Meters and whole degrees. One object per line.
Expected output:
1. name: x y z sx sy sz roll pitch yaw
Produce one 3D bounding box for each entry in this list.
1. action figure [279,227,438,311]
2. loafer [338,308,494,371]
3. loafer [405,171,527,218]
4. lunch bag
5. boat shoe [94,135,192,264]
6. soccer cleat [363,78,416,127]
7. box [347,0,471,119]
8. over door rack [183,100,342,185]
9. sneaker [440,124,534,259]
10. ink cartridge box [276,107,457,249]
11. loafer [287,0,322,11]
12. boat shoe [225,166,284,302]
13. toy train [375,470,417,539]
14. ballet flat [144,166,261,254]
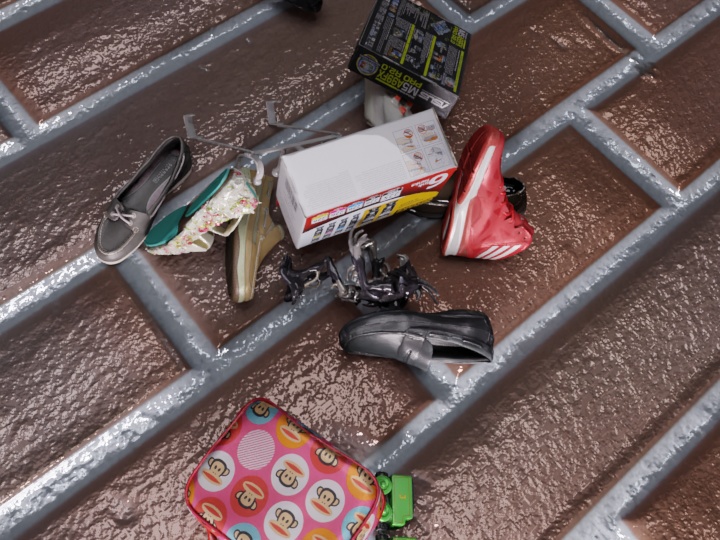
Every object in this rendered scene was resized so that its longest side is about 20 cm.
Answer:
1. action figure: 0.000 0.000 1.024 0.198 0.119 0.103 1 79 3
2. loafer: 0.073 0.090 1.010 0.198 0.068 0.071 -1 54 -10
3. loafer: 0.140 -0.119 1.124 0.198 0.072 0.074 3 62 -4
4. lunch bag: -0.089 0.259 0.884 0.199 0.082 0.177 33 74 20
5. boat shoe: -0.295 -0.101 1.081 0.066 0.057 0.201 26 63 8
6. soccer cleat: 0.030 -0.258 1.193 0.069 0.078 0.201 21 39 -35
7. box: 0.077 -0.324 1.187 0.159 0.044 0.201 26 43 -9
8. over door rack: -0.127 -0.167 1.089 0.147 0.067 0.200 -17 34 -33
9. sneaker: 0.181 -0.096 1.054 0.114 0.201 0.079 9 46 -7
10. ink cartridge box: 0.000 -0.106 1.018 0.198 0.176 0.085 -20 80 -13
11. loafer: -0.141 -0.472 1.277 0.200 0.071 0.068 35 65 17
12. boat shoe: -0.136 -0.050 1.068 0.075 0.072 0.202 8 62 -19
13. toy train: 0.037 0.325 0.901 0.056 0.042 0.202 7 61 -14
14. ballet flat: -0.200 -0.058 1.021 0.064 0.199 0.076 39 45 -25
